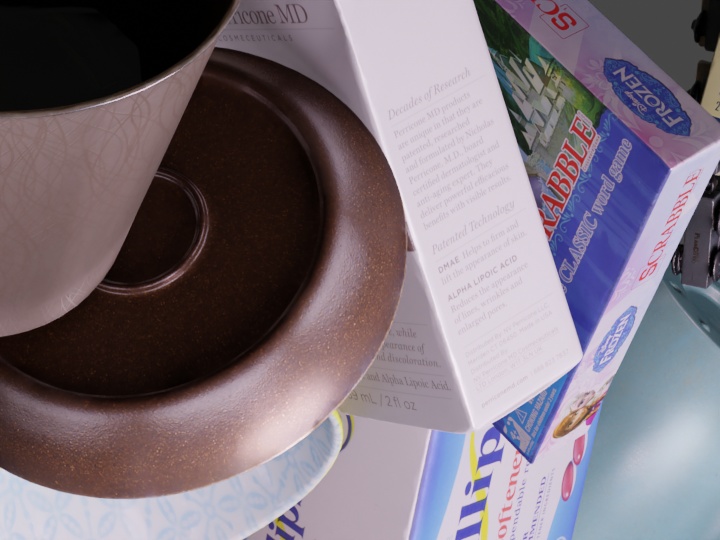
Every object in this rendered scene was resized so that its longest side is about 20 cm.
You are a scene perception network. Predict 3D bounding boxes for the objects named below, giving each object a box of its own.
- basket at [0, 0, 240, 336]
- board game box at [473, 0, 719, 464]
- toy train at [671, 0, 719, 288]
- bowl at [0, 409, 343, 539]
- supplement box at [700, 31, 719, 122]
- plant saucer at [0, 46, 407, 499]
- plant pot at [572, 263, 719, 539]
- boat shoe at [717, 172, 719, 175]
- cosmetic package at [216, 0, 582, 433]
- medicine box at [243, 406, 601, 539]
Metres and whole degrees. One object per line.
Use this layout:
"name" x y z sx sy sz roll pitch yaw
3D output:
"basket" -0.135 -0.067 0.984 0.200 0.180 0.136 105 -7 -64
"board game box" 0.049 -0.049 1.237 0.041 0.200 0.200 -27 152 -35
"toy train" 0.194 -0.087 1.532 0.046 0.034 0.200 -41 139 -56
"bowl" -0.116 0.056 1.239 0.200 0.108 0.200 -18 156 -8
"supplement box" 0.297 -0.142 1.490 0.200 0.134 0.200 -5 113 -57
"plant saucer" -0.083 -0.009 1.089 0.200 0.200 0.032 -39 151 -11
"plant pot" 0.158 0.082 1.630 0.161 0.201 0.200 -46 158 18
"boat shoe" 0.146 -0.045 1.586 0.063 0.074 0.201 -29 178 40
"cosmetic package" 0.012 -0.039 1.184 0.074 0.102 0.200 -32 111 -32
"medicine box" 0.033 0.095 1.447 0.200 0.103 0.183 -27 133 -55
